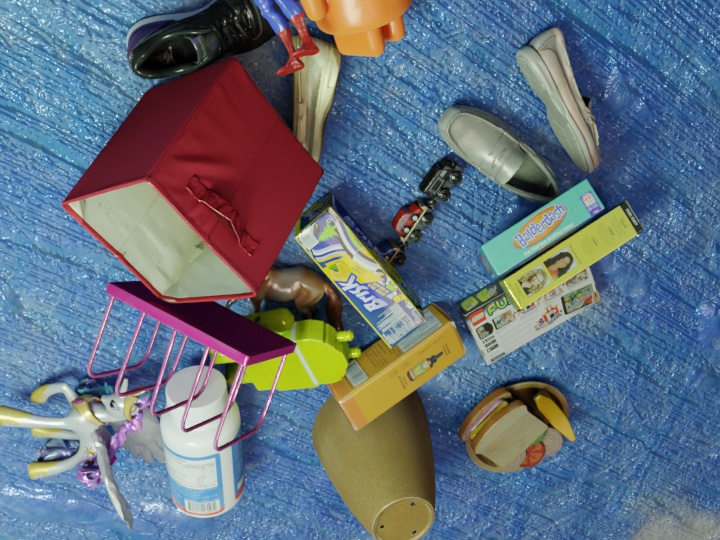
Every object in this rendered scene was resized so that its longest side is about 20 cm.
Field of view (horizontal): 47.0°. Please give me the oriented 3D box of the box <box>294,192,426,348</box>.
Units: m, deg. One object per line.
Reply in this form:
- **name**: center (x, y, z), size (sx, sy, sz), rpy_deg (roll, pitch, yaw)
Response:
- **box**: center (0.000, 0.000, 1.079), size (0.064, 0.070, 0.201), rpy_deg (-36, 108, 11)

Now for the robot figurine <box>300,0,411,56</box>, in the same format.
- **robot figurine**: center (-0.010, -0.335, 0.882), size (0.141, 0.117, 0.203), rpy_deg (-19, 124, -1)

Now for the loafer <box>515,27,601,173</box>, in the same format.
- **loafer**: center (0.271, -0.216, 1.062), size (0.063, 0.072, 0.201), rpy_deg (-38, 120, 0)

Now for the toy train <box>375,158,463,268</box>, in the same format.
- **toy train**: center (0.067, -0.064, 1.109), size (0.045, 0.034, 0.202), rpy_deg (26, 109, -24)

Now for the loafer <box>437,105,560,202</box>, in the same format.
- **loafer**: center (0.185, -0.149, 1.072), size (0.197, 0.070, 0.071), rpy_deg (25, 109, -27)

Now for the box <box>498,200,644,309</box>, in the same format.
- **box**: center (0.288, -0.019, 1.143), size (0.198, 0.075, 0.051), rpy_deg (-34, 86, 4)

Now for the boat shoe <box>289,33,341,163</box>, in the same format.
- **boat shoe**: center (-0.074, -0.173, 0.985), size (0.062, 0.074, 0.204), rpy_deg (11, 113, -14)

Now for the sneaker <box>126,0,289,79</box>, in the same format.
- **sneaker**: center (-0.157, -0.253, 0.902), size (0.196, 0.088, 0.077), rpy_deg (-23, 123, -3)

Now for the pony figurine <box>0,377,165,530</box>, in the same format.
- **pony figurine**: center (-0.351, 0.225, 1.101), size (0.195, 0.168, 0.196), rpy_deg (-7, 122, 9)

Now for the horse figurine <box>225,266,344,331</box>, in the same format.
- **horse figurine**: center (-0.105, 0.037, 1.110), size (0.196, 0.050, 0.134), rpy_deg (9, 123, -18)

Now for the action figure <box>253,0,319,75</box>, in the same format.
- **action figure**: center (-0.124, -0.302, 0.849), size (0.098, 0.065, 0.204), rpy_deg (-19, 87, -34)

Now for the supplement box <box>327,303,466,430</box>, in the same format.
- **supplement box**: center (0.051, 0.136, 1.185), size (0.198, 0.069, 0.067), rpy_deg (-33, 124, -5)

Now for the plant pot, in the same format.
- **plant pot**: center (0.038, 0.293, 1.211), size (0.182, 0.201, 0.190), rpy_deg (-8, 121, -13)

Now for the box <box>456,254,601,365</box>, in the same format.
- **box**: center (0.251, 0.046, 1.226), size (0.197, 0.035, 0.111), rpy_deg (-29, 123, 2)

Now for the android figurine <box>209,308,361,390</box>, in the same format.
- **android figurine**: center (-0.098, 0.113, 1.119), size (0.195, 0.042, 0.183), rpy_deg (-10, 143, 11)

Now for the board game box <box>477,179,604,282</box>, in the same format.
- **board game box**: center (0.227, -0.045, 1.080), size (0.150, 0.200, 0.046), rpy_deg (-32, 84, 3)

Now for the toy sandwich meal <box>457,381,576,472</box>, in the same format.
- **toy sandwich meal**: center (0.257, 0.263, 1.333), size (0.200, 0.071, 0.209), rpy_deg (-7, 121, -12)

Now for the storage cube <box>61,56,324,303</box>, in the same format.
- **storage cube**: center (-0.175, -0.090, 0.897), size (0.197, 0.182, 0.171), rpy_deg (-6, 136, 42)

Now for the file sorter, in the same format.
- **file sorter**: center (-0.206, 0.109, 0.998), size (0.197, 0.139, 0.128), rpy_deg (24, 99, 17)

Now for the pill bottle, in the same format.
- **pill bottle**: center (-0.218, 0.234, 1.147), size (0.110, 0.113, 0.204), rpy_deg (-6, 126, -12)
